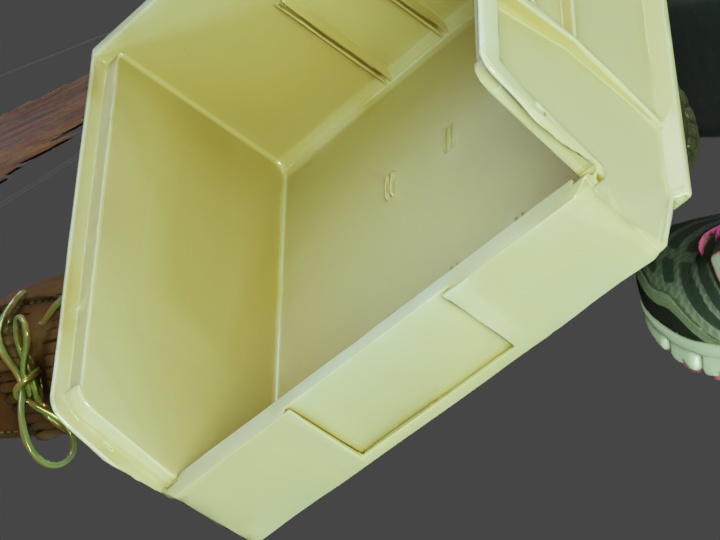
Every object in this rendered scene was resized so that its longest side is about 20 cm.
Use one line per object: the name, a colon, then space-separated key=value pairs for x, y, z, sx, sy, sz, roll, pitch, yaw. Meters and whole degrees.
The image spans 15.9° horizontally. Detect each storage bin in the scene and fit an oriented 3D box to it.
storage bin: x=0.000 y=-0.043 z=0.854 sx=0.200 sy=0.094 sz=0.199 roll=-38 pitch=33 yaw=31

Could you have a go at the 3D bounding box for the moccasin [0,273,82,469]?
moccasin: x=-0.112 y=0.040 z=1.098 sx=0.201 sy=0.074 sz=0.078 roll=-5 pitch=10 yaw=31

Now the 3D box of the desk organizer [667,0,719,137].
desk organizer: x=0.191 y=-0.107 z=1.171 sx=0.077 sy=0.072 sz=0.200 roll=-23 pitch=10 yaw=-17

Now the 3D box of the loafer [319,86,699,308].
loafer: x=0.052 y=-0.013 z=0.991 sx=0.200 sy=0.076 sz=0.068 roll=-34 pitch=4 yaw=-35

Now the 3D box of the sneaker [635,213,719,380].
sneaker: x=0.139 y=-0.018 z=0.770 sx=0.074 sy=0.088 sz=0.200 roll=-27 pitch=10 yaw=-19
